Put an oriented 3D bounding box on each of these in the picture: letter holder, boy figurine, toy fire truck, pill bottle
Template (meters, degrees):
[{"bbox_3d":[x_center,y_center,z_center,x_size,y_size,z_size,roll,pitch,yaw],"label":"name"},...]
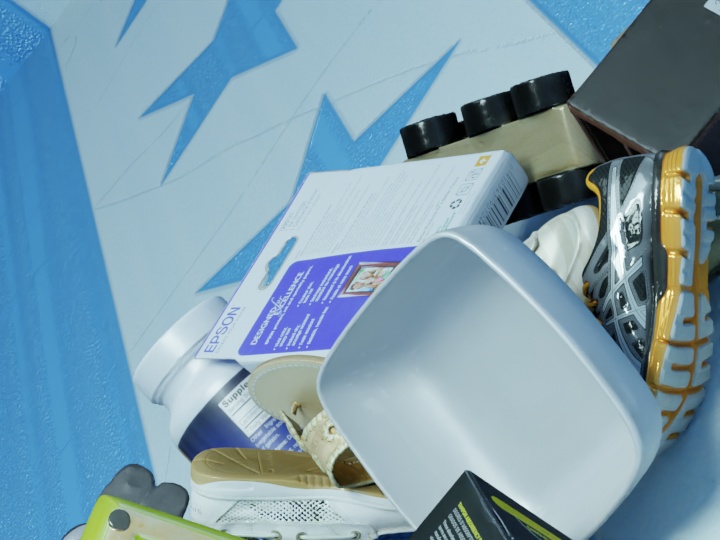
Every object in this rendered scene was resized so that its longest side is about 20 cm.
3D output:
[{"bbox_3d":[0.259,-0.134,1.406,0.100,0.142,0.200,35,82,35],"label":"letter holder"},{"bbox_3d":[-0.150,0.235,1.623,0.124,0.200,0.065,22,64,24],"label":"boy figurine"},{"bbox_3d":[0.149,-0.112,1.568,0.175,0.130,0.199,-18,-2,43],"label":"toy fire truck"},{"bbox_3d":[-0.071,0.121,1.523,0.116,0.200,0.116,-43,-12,-11],"label":"pill bottle"}]

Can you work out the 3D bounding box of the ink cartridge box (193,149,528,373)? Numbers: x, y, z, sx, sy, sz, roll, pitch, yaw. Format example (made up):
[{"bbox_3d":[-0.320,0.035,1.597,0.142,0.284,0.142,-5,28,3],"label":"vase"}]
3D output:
[{"bbox_3d":[0.000,0.000,1.472,0.199,0.043,0.199,-3,45,42],"label":"ink cartridge box"}]

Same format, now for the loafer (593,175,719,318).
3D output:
[{"bbox_3d":[0.210,0.000,1.358,0.200,0.075,0.070,-32,48,45],"label":"loafer"}]

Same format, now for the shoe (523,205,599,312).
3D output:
[{"bbox_3d":[0.103,0.036,1.386,0.200,0.053,0.070,-56,42,26],"label":"shoe"}]

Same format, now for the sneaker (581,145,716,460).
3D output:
[{"bbox_3d":[0.178,0.022,1.289,0.077,0.078,0.202,3,87,29],"label":"sneaker"}]

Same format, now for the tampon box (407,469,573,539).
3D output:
[{"bbox_3d":[0.069,0.251,1.175,0.200,0.150,0.126,-50,25,10],"label":"tampon box"}]

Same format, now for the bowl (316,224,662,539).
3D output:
[{"bbox_3d":[0.089,0.081,1.265,0.074,0.200,0.200,-27,-17,-46],"label":"bowl"}]

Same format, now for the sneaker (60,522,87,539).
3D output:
[{"bbox_3d":[-0.190,0.279,1.582,0.077,0.201,0.112,-25,16,-13],"label":"sneaker"}]

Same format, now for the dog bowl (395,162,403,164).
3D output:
[{"bbox_3d":[0.021,-0.003,1.700,0.200,0.074,0.201,-43,26,26],"label":"dog bowl"}]

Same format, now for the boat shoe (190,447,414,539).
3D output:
[{"bbox_3d":[-0.021,0.168,1.423,0.071,0.198,0.070,-91,6,-71],"label":"boat shoe"}]

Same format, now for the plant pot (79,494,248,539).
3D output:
[{"bbox_3d":[-0.131,0.277,1.382,0.182,0.199,0.200,110,178,-54],"label":"plant pot"}]

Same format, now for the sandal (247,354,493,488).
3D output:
[{"bbox_3d":[0.003,0.116,1.371,0.210,0.078,0.070,10,47,23],"label":"sandal"}]
